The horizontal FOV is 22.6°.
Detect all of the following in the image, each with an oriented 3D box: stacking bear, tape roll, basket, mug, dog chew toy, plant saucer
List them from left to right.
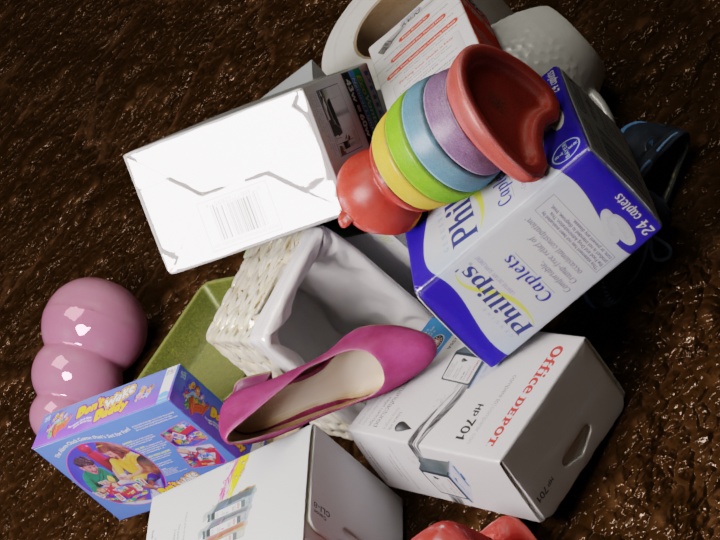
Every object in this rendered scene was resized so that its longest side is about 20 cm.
[{"bbox_3d":[-0.321,0.112,2.077,0.124,0.124,0.202,-5,61,45],"label":"dog chew toy"},{"bbox_3d":[-0.142,0.087,1.930,0.199,0.048,0.201,-11,37,46],"label":"plant saucer"},{"bbox_3d":[-0.032,0.067,1.731,0.123,0.200,0.136,-5,52,53],"label":"basket"},{"bbox_3d":[0.058,-0.098,1.550,0.200,0.114,0.122,-35,25,39],"label":"stacking bear"},{"bbox_3d":[0.076,-0.227,1.946,0.202,0.139,0.204,-29,39,27],"label":"tape roll"},{"bbox_3d":[0.168,-0.154,1.787,0.175,0.148,0.200,-44,63,2],"label":"mug"}]

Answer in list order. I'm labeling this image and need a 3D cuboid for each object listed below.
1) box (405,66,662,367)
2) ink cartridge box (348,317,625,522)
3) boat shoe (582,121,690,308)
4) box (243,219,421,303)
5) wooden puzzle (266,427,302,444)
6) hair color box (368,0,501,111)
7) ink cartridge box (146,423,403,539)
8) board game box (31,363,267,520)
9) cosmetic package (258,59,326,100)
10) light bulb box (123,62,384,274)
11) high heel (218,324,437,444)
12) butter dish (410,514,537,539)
[{"bbox_3d":[0.144,-0.051,1.587,0.200,0.105,0.184,-41,23,17],"label":"box"},{"bbox_3d":[0.110,0.127,1.592,0.199,0.086,0.147,4,49,51],"label":"ink cartridge box"},{"bbox_3d":[0.249,-0.058,1.640,0.068,0.084,0.201,0,61,34],"label":"boat shoe"},{"bbox_3d":[0.000,0.000,1.801,0.199,0.144,0.037,-11,48,41],"label":"box"},{"bbox_3d":[-0.127,0.197,1.851,0.184,0.037,0.201,-21,38,35],"label":"wooden puzzle"},{"bbox_3d":[0.078,-0.183,1.688,0.111,0.064,0.201,-40,29,16],"label":"hair color box"},{"bbox_3d":[-0.077,0.262,1.629,0.199,0.145,0.145,-26,40,28],"label":"ink cartridge box"},{"bbox_3d":[-0.212,0.175,1.812,0.199,0.134,0.045,-21,38,35],"label":"board game box"},{"bbox_3d":[-0.045,-0.102,1.899,0.150,0.200,0.052,-33,30,20],"label":"cosmetic package"},{"bbox_3d":[-0.086,-0.101,1.729,0.197,0.126,0.200,-18,6,21],"label":"light bulb box"},{"bbox_3d":[-0.029,0.104,1.584,0.198,0.068,0.096,-11,22,8],"label":"high heel"},{"bbox_3d":[0.061,0.286,1.451,0.200,0.148,0.200,-45,33,5],"label":"butter dish"}]
